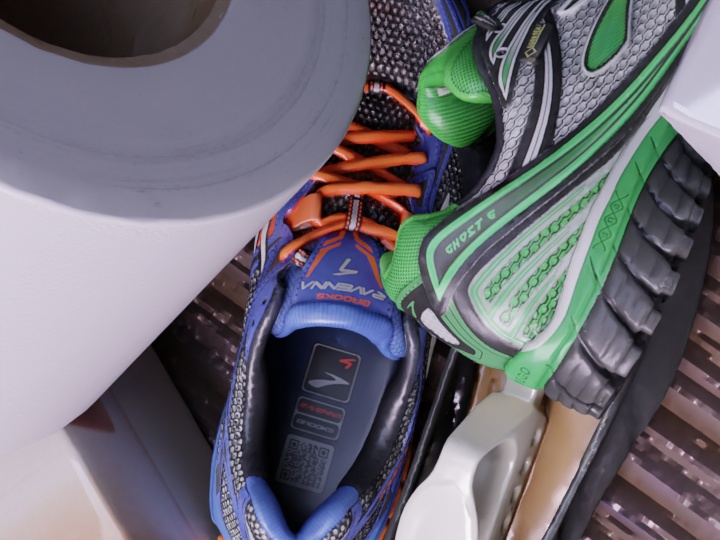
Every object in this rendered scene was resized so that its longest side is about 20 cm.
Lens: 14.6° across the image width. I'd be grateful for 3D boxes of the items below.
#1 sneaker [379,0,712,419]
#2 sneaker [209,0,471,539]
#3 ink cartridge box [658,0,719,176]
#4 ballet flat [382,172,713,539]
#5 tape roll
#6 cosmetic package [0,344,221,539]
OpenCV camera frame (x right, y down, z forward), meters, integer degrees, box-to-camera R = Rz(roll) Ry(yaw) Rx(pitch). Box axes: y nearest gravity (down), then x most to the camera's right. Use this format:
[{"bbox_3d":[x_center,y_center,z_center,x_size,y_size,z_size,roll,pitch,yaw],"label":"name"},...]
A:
[{"bbox_3d":[0.067,-0.065,0.784,0.085,0.078,0.201,22,68,0],"label":"sneaker"},{"bbox_3d":[0.000,0.000,0.835,0.075,0.078,0.201,7,89,-2],"label":"sneaker"},{"bbox_3d":[0.194,-0.089,0.712,0.146,0.146,0.201,25,89,21],"label":"ink cartridge box"},{"bbox_3d":[0.052,0.039,0.830,0.068,0.068,0.201,21,98,20],"label":"ballet flat"},{"bbox_3d":[-0.115,-0.064,0.794,0.139,0.202,0.203,-43,73,44],"label":"tape roll"},{"bbox_3d":[-0.132,0.033,0.898,0.103,0.087,0.201,-37,76,20],"label":"cosmetic package"}]
